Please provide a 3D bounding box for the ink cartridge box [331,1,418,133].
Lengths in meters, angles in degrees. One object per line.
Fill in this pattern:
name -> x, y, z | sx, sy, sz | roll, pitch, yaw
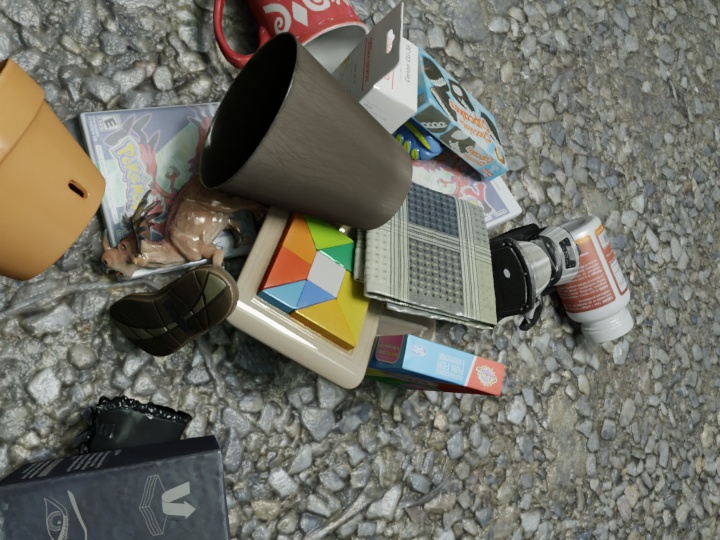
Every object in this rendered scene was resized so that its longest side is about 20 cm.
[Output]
ink cartridge box -> 0.010, -0.221, 0.785 | 0.067, 0.200, 0.117 | 22, 54, -29

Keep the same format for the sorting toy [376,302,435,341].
sorting toy -> 0.000, 0.000, 0.862 | 0.199, 0.107, 0.182 | 17, 68, -28

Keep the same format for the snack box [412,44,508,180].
snack box -> 0.139, -0.224, 0.909 | 0.199, 0.037, 0.117 | 27, 46, -41

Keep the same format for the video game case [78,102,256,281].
video game case -> -0.231, -0.103, 0.776 | 0.181, 0.023, 0.202 | -14, 91, -32

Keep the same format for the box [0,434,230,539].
box -> -0.225, 0.278, 0.599 | 0.198, 0.117, 0.199 | -5, 85, -16

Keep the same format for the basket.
basket -> -0.048, -0.130, 0.698 | 0.199, 0.136, 0.181 | 24, 113, -39

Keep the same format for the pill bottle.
pill bottle -> 0.393, 0.017, 1.081 | 0.112, 0.112, 0.201 | -29, 99, -30

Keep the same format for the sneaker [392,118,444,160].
sneaker -> 0.054, -0.245, 0.925 | 0.200, 0.071, 0.083 | 51, 39, 10

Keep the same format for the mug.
mug -> -0.106, -0.360, 0.808 | 0.177, 0.133, 0.201 | -23, 84, -42

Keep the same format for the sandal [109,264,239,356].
sandal -> -0.199, 0.038, 0.686 | 0.082, 0.199, 0.055 | 56, 35, -10

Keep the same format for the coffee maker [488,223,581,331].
coffee maker -> 0.213, -0.004, 0.959 | 0.199, 0.191, 0.136 | -16, 114, -52

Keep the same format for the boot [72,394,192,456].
boot -> -0.232, 0.237, 0.701 | 0.197, 0.073, 0.164 | 20, 76, -21

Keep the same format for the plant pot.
plant pot -> -0.352, -0.083, 0.615 | 0.140, 0.199, 0.201 | 45, 63, -36

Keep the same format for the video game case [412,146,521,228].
video game case -> 0.131, -0.133, 0.956 | 0.199, 0.023, 0.183 | -23, 77, -31

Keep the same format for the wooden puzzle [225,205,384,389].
wooden puzzle -> -0.045, 0.012, 0.741 | 0.184, 0.037, 0.201 | 33, 56, -21

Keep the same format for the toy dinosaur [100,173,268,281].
toy dinosaur -> -0.199, -0.063, 0.734 | 0.135, 0.086, 0.201 | 36, 62, -15

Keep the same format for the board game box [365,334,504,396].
board game box -> 0.063, 0.124, 0.818 | 0.152, 0.200, 0.041 | 20, 74, -26

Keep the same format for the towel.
towel -> 0.084, -0.026, 0.804 | 0.191, 0.035, 0.201 | 16, 54, -21
